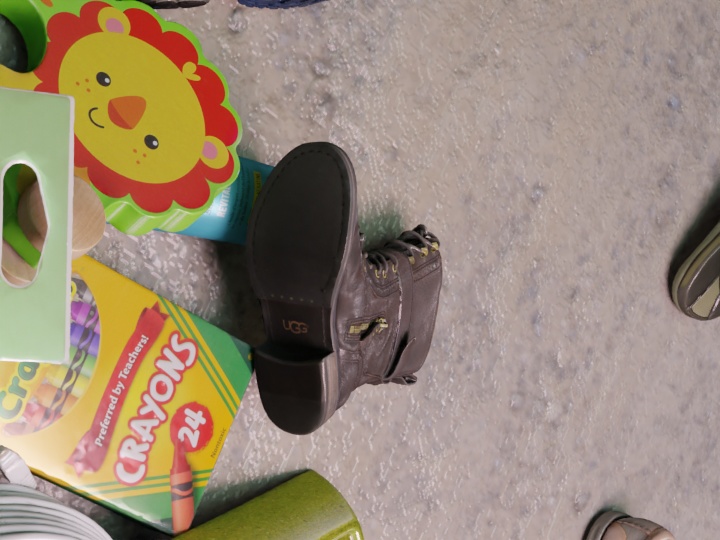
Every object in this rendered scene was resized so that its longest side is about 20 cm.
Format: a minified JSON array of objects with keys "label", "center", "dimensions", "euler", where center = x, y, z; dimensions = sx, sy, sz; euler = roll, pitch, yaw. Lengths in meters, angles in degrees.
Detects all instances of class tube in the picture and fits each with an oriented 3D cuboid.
[{"label":"tube","center":[-0.130,-0.055,1.047],"dimensions":[0.199,0.050,0.078],"euler":[11,75,-34]}]

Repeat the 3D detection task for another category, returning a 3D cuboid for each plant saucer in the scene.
[{"label":"plant saucer","center":[-0.039,0.243,1.075],"dimensions":[0.199,0.048,0.201],"euler":[-19,96,-57]}]

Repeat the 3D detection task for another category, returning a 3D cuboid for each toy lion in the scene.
[{"label":"toy lion","center":[-0.166,-0.097,0.980],"dimensions":[0.200,0.069,0.192],"euler":[48,48,-7]}]

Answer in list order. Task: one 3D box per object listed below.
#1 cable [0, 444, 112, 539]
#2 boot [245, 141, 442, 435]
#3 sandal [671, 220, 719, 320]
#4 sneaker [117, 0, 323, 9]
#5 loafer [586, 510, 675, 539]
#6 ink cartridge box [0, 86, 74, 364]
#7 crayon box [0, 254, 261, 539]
[{"label":"cable","center":[-0.211,0.218,0.958],"dimensions":[0.200,0.069,0.200],"euler":[-47,127,-10]},{"label":"boot","center":[0.000,0.000,1.110],"dimensions":[0.174,0.069,0.201],"euler":[-28,129,-56]},{"label":"sandal","center":[0.317,-0.042,1.395],"dimensions":[0.201,0.057,0.080],"euler":[-38,121,-14]},{"label":"sneaker","center":[-0.063,-0.208,1.070],"dimensions":[0.199,0.077,0.086],"euler":[-6,92,-38]},{"label":"loafer","center":[0.188,0.283,1.304],"dimensions":[0.072,0.063,0.201],"euler":[20,81,-38]},{"label":"ink cartridge box","center":[-0.243,-0.026,0.857],"dimensions":[0.199,0.048,0.147],"euler":[5,81,-34]},{"label":"crayon box","center":[-0.165,0.063,1.020],"dimensions":[0.199,0.051,0.128],"euler":[31,75,-35]}]
